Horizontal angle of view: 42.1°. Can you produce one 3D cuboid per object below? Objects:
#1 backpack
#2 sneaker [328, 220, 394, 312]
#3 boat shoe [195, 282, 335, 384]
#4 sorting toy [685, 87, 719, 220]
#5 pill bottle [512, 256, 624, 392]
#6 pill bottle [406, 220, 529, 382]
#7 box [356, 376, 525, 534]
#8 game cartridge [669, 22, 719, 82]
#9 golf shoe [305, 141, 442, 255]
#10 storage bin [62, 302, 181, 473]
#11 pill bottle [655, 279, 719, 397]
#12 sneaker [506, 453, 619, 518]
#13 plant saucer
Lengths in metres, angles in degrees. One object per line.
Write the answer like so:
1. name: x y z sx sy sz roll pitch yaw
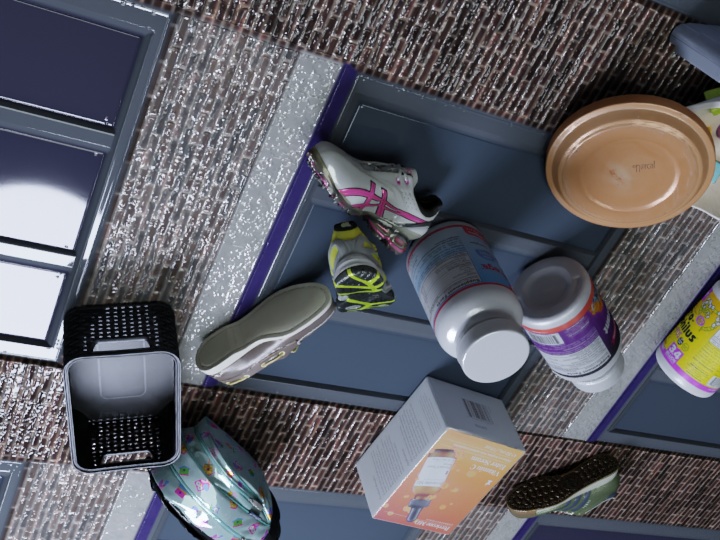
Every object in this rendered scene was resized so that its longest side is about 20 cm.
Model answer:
1. backpack: -0.202 0.298 1.289 0.127 0.167 0.200 -43 127 -7
2. sneaker: 0.000 0.000 1.129 0.075 0.077 0.200 -9 163 -3
3. boat shoe: -0.113 0.083 1.187 0.199 0.072 0.060 -30 136 12
4. sorting toy: 0.418 -0.150 1.155 0.179 0.107 0.201 -11 136 4
5. pill bottle: 0.292 0.082 1.284 0.111 0.112 0.200 -32 130 9
6. pill bottle: 0.132 0.037 1.140 0.108 0.200 0.109 -9 130 -11
7. box: 0.116 0.278 1.389 0.152 0.107 0.200 20 119 -30
8. game cartridge: 0.472 -0.240 1.069 0.199 0.134 0.041 0 126 -18
9. golf shoe: 0.016 -0.100 1.083 0.092 0.073 0.200 -42 137 12
10. storage bin: -0.295 0.147 1.165 0.134 0.094 0.201 -3 127 -15
11. pill bottle: 0.532 0.083 1.365 0.104 0.104 0.200 18 120 -29
12. sneaker: 0.346 0.384 1.570 0.199 0.067 0.090 -21 126 -4
13. plant saucer: 0.324 -0.123 1.131 0.199 0.032 0.201 7 139 6
